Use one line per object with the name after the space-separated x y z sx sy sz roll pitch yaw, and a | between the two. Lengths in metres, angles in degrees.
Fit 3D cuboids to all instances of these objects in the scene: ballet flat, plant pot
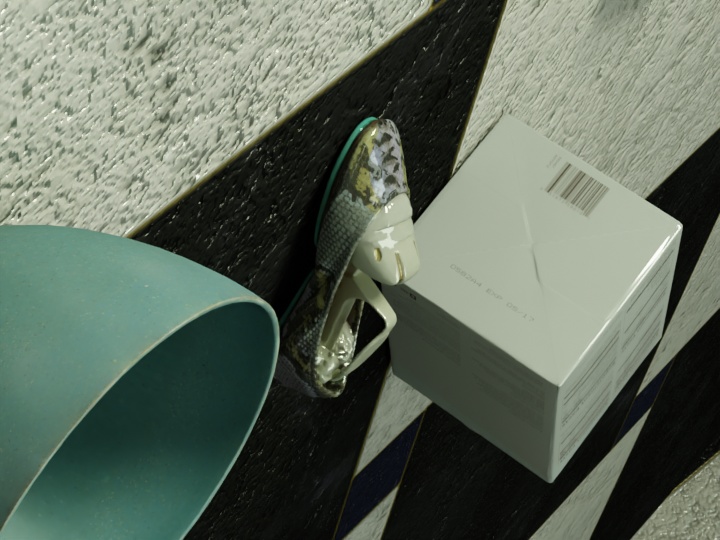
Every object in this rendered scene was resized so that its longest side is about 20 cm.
0.000 0.000 1.297 0.072 0.072 0.200 -32 151 -52 | ballet flat
-0.148 0.058 0.898 0.200 0.135 0.200 -47 161 -22 | plant pot

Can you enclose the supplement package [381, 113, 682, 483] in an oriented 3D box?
0.121 0.024 1.516 0.151 0.152 0.200 -50 162 -17 | supplement package
